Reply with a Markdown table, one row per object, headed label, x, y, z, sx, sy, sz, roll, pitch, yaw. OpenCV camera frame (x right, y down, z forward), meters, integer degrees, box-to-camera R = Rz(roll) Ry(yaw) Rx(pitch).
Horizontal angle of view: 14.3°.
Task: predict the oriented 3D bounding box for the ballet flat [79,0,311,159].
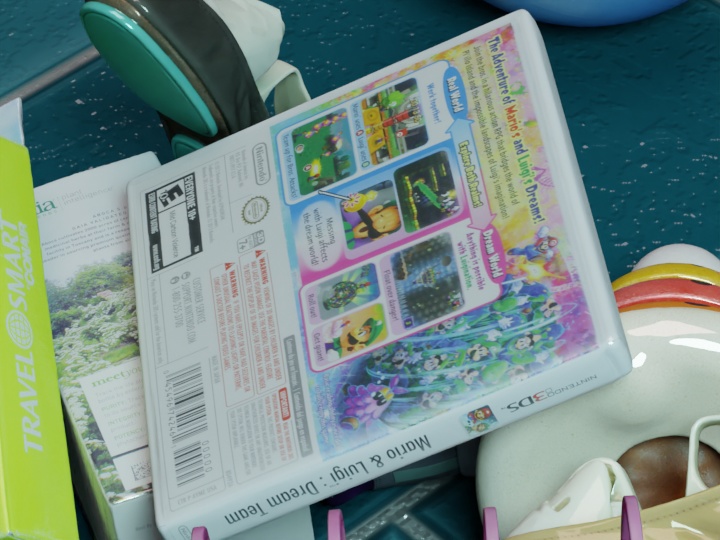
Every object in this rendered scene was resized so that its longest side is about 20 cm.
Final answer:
| label | x | y | z | sx | sy | sz | roll | pitch | yaw |
| --- | --- | --- | --- | --- | --- | --- | --- | --- | --- |
| ballet flat | -0.060 | -0.075 | 1.212 | 0.068 | 0.200 | 0.068 | 28 | 69 | 31 |

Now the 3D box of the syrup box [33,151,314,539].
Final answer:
| label | x | y | z | sx | sy | sz | roll | pitch | yaw |
| --- | --- | --- | --- | --- | --- | --- | --- | --- | --- |
| syrup box | -0.088 | 0.046 | 1.173 | 0.078 | 0.082 | 0.200 | -17 | 41 | -12 |

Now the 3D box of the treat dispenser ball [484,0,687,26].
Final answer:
| label | x | y | z | sx | sy | sz | roll | pitch | yaw |
| --- | --- | --- | --- | --- | --- | --- | --- | --- | --- |
| treat dispenser ball | 0.106 | -0.215 | 1.342 | 0.200 | 0.201 | 0.201 | -4 | 42 | 3 |

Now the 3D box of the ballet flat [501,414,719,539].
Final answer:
| label | x | y | z | sx | sy | sz | roll | pitch | yaw |
| --- | --- | --- | --- | --- | --- | --- | --- | --- | --- |
| ballet flat | 0.112 | 0.088 | 1.022 | 0.199 | 0.069 | 0.063 | -15 | 77 | 8 |

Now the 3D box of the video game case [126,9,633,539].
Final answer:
| label | x | y | z | sx | sy | sz | roll | pitch | yaw |
| --- | --- | --- | --- | --- | --- | --- | --- | --- | --- |
| video game case | 0.000 | 0.000 | 1.094 | 0.182 | 0.024 | 0.200 | -23 | 40 | 11 |

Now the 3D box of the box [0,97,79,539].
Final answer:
| label | x | y | z | sx | sy | sz | roll | pitch | yaw |
| --- | --- | --- | --- | --- | --- | --- | --- | --- | --- |
| box | -0.180 | 0.034 | 1.139 | 0.122 | 0.048 | 0.201 | -23 | 62 | 26 |

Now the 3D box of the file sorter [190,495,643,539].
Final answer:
| label | x | y | z | sx | sy | sz | roll | pitch | yaw |
| --- | --- | --- | --- | --- | --- | --- | --- | --- | --- |
| file sorter | 0.045 | 0.153 | 0.920 | 0.199 | 0.126 | 0.139 | -4 | 49 | 1 |

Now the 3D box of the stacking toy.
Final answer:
| label | x | y | z | sx | sy | sz | roll | pitch | yaw |
| --- | --- | --- | --- | --- | --- | --- | --- | --- | --- |
| stacking toy | 0.122 | 0.042 | 1.137 | 0.146 | 0.147 | 0.200 | -1 | 27 | 6 |

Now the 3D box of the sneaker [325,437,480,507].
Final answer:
| label | x | y | z | sx | sy | sz | roll | pitch | yaw |
| --- | --- | --- | --- | --- | --- | --- | --- | --- | --- |
| sneaker | 0.000 | 0.011 | 1.209 | 0.087 | 0.075 | 0.200 | -16 | 44 | -3 |
